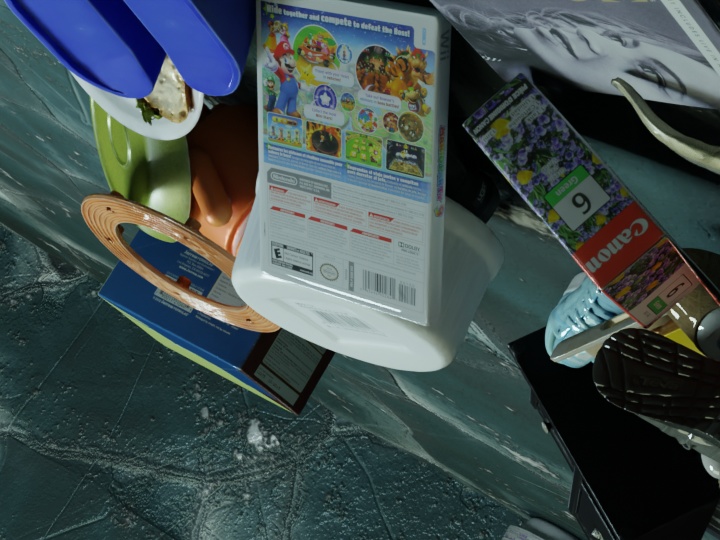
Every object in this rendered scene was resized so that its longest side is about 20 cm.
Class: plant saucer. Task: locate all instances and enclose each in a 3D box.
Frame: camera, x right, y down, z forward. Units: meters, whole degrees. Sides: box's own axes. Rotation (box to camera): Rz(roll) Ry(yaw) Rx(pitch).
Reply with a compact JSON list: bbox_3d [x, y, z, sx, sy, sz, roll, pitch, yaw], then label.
[{"bbox_3d":[-0.198,-0.119,1.205,0.200,0.031,0.201,41,138,51],"label":"plant saucer"}]

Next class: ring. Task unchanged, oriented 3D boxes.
[{"bbox_3d":[-0.150,-0.009,1.186,0.200,0.019,0.201,27,161,10],"label":"ring"}]

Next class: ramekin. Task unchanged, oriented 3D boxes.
[{"bbox_3d":[0.000,0.000,1.048,0.200,0.098,0.201,20,165,6],"label":"ramekin"}]

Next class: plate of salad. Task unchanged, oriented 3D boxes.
[{"bbox_3d":[-0.198,-0.183,1.062,0.200,0.048,0.200,32,145,26],"label":"plate of salad"}]

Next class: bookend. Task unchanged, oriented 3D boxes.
[{"bbox_3d":[0.213,0.168,1.223,0.199,0.092,0.200,81,163,-62],"label":"bookend"}]

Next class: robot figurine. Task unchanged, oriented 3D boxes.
[{"bbox_3d":[-0.093,-0.064,1.206,0.200,0.117,0.144,45,164,23],"label":"robot figurine"}]

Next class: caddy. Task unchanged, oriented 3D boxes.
[{"bbox_3d":[-0.142,-0.195,0.890,0.141,0.105,0.200,2,157,21],"label":"caddy"}]

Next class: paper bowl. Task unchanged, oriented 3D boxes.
[{"bbox_3d":[0.386,0.578,2.817,0.200,0.105,0.201,31,169,7],"label":"paper bowl"}]

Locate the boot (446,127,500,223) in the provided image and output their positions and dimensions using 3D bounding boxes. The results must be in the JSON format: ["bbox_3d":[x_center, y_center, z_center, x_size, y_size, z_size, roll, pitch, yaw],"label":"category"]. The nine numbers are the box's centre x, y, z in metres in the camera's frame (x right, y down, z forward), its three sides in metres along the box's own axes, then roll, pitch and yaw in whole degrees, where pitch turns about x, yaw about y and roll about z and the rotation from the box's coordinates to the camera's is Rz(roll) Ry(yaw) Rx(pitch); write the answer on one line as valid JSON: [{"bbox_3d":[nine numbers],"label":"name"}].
[{"bbox_3d":[-0.002,-0.101,0.998,0.164,0.066,0.200,10,165,29],"label":"boot"}]

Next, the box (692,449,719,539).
[{"bbox_3d":[0.367,0.191,1.207,0.148,0.105,0.200,32,169,0],"label":"box"}]

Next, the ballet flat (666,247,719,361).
[{"bbox_3d":[0.272,0.061,0.910,0.200,0.072,0.068,38,123,-21],"label":"ballet flat"}]

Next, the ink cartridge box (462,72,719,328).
[{"bbox_3d":[0.149,-0.015,0.798,0.200,0.050,0.109,54,-169,26],"label":"ink cartridge box"}]

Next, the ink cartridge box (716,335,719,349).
[{"bbox_3d":[0.338,0.073,0.828,0.200,0.084,0.145,38,166,-25],"label":"ink cartridge box"}]

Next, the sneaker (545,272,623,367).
[{"bbox_3d":[0.190,0.040,1.077,0.074,0.082,0.200,29,169,5],"label":"sneaker"}]

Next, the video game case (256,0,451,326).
[{"bbox_3d":[-0.007,-0.075,0.888,0.143,0.018,0.201,17,118,34],"label":"video game case"}]

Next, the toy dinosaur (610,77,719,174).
[{"bbox_3d":[0.217,-0.045,0.689,0.200,0.048,0.088,29,180,-2],"label":"toy dinosaur"}]

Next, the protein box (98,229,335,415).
[{"bbox_3d":[-0.112,0.000,1.390,0.198,0.200,0.135,24,167,32],"label":"protein box"}]

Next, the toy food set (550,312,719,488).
[{"bbox_3d":[0.258,0.090,1.013,0.200,0.061,0.143,36,139,-22],"label":"toy food set"}]

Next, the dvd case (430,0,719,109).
[{"bbox_3d":[0.105,-0.136,0.713,0.149,0.016,0.200,40,165,-37],"label":"dvd case"}]

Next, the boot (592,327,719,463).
[{"bbox_3d":[0.242,0.095,0.856,0.200,0.068,0.131,28,180,24],"label":"boot"}]
